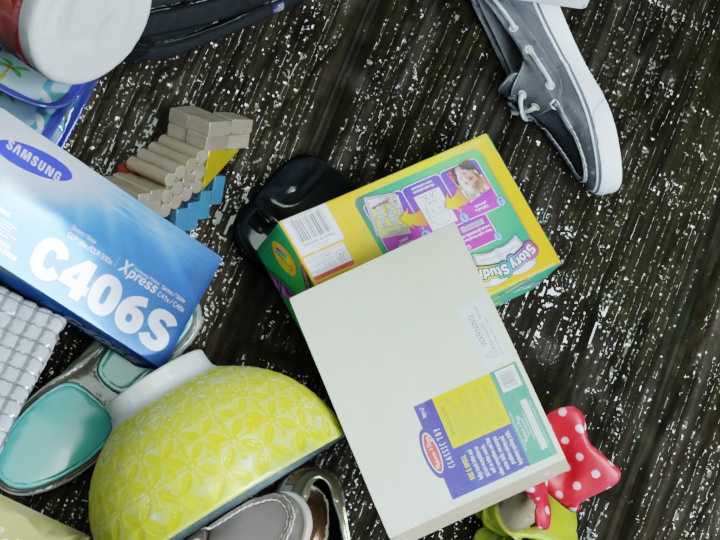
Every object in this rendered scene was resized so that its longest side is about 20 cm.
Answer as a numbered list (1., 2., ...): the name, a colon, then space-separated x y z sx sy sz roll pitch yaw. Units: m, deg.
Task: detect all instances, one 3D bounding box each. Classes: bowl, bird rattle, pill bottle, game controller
1. bowl: -0.119 0.122 1.513 0.200 0.200 0.108 -31 84 -15
2. bird rattle: 0.097 0.142 1.563 0.112 0.200 0.163 -30 62 -15
3. pill bottle: -0.250 -0.222 1.530 0.200 0.111 0.111 34 72 34
4. game controller: 0.000 0.000 1.649 0.200 0.042 0.104 41 60 -1

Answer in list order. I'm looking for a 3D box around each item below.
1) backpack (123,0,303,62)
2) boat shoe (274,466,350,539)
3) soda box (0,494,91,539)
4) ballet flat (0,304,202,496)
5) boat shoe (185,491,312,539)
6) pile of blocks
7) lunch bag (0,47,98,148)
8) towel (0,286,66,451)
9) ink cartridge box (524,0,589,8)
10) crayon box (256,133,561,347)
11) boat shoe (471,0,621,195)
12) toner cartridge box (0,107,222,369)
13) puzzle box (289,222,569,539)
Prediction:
1. backpack: -0.128 -0.235 1.615 0.200 0.163 0.154 -38 80 -5
2. boat shoe: -0.045 0.244 1.570 0.074 0.068 0.201 3 79 -10
3. soda box: -0.296 0.180 1.535 0.199 0.068 0.064 25 75 -5
4. ballet flat: -0.193 0.091 1.575 0.067 0.064 0.200 45 76 -2
5. boat shoe: -0.120 0.228 1.531 0.200 0.060 0.072 -40 62 4
6. pile of blocks: -0.164 -0.051 1.620 0.062 0.082 0.200 24 58 39
7. lunch bag: -0.303 -0.116 1.571 0.170 0.127 0.200 28 62 -2
8. towel: -0.319 0.088 1.482 0.165 0.086 0.200 25 59 -3
9. ink cartridge box: 0.114 -0.315 1.674 0.145 0.084 0.201 5 60 -11
10. crayon box: 0.038 -0.010 1.610 0.200 0.058 0.119 -24 78 -27
11. boat shoe: 0.142 -0.146 1.681 0.068 0.072 0.201 -19 80 -16
12. toner cartridge box: -0.202 -0.020 1.501 0.200 0.043 0.095 34 73 -26
13. puzzle box: 0.045 0.078 1.482 0.133 0.025 0.200 -24 62 1
